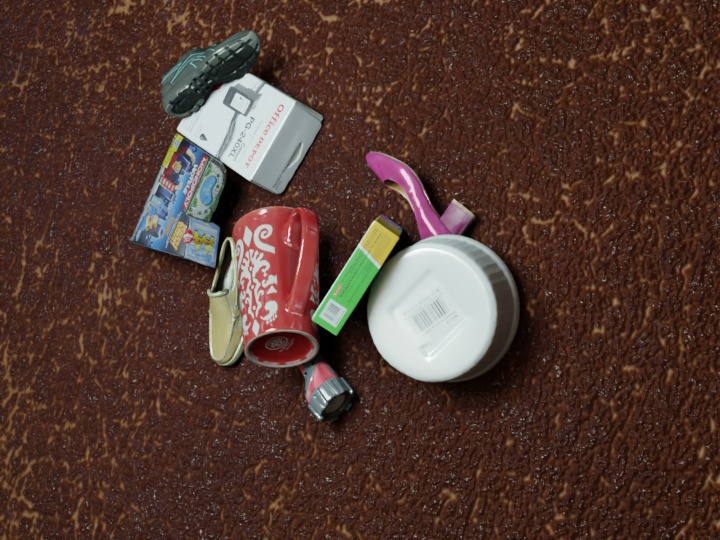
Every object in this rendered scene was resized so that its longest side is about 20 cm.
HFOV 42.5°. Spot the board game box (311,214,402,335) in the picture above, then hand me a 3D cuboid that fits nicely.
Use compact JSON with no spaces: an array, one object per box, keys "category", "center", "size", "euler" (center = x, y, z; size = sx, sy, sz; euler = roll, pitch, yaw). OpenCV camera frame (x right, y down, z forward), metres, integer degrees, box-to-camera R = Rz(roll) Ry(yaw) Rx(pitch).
[{"category":"board game box","center":[0.000,0.000,1.276],"size":[0.040,0.200,0.154],"euler":[33,98,0]}]

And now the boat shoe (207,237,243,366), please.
[{"category":"boat shoe","center":[-0.214,0.047,1.455],"size":[0.071,0.076,0.203],"euler":[1,80,30]}]

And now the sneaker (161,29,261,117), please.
[{"category":"sneaker","center":[-0.244,-0.327,1.462],"size":[0.199,0.075,0.080],"euler":[-31,61,21]}]

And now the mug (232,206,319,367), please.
[{"category":"mug","center":[-0.119,0.016,1.324],"size":[0.132,0.178,0.202],"euler":[-4,57,-2]}]

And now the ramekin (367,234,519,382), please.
[{"category":"ramekin","center":[0.105,0.053,1.230],"size":[0.198,0.098,0.203],"euler":[1,91,21]}]

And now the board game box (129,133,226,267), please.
[{"category":"board game box","center":[-0.275,-0.094,1.489],"size":[0.200,0.061,0.202],"euler":[35,103,50]}]

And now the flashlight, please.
[{"category":"flashlight","center":[-0.090,0.135,1.374],"size":[0.200,0.067,0.068],"euler":[44,142,32]}]

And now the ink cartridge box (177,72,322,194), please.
[{"category":"ink cartridge box","center":[-0.179,-0.235,1.493],"size":[0.199,0.083,0.146],"euler":[34,96,32]}]

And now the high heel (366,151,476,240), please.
[{"category":"high heel","center":[0.065,-0.089,1.332],"size":[0.199,0.067,0.096],"euler":[38,88,18]}]
